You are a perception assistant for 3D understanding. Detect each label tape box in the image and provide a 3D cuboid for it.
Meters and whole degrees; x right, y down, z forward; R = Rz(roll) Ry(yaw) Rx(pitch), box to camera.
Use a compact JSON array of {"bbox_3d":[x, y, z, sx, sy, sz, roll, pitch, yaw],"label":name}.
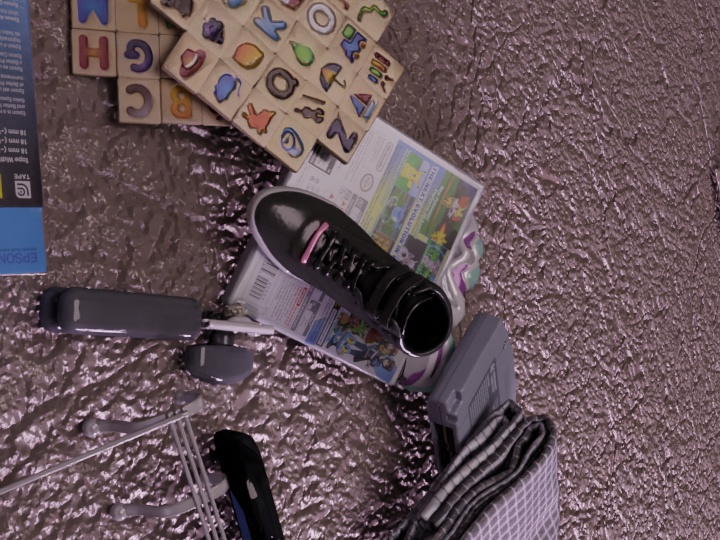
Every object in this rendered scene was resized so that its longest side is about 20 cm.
[{"bbox_3d":[-0.274,-0.094,0.601,0.143,0.063,0.204,-4,90,-49],"label":"label tape box"}]

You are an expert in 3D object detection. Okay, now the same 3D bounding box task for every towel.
[{"bbox_3d":[0.119,0.250,0.943,0.200,0.085,0.167,-42,140,-31],"label":"towel"}]

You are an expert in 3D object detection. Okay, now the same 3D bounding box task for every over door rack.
[{"bbox_3d":[-0.183,0.188,0.689,0.198,0.066,0.150,-25,106,-33],"label":"over door rack"}]

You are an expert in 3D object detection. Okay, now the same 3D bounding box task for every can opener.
[{"bbox_3d":[-0.145,0.047,0.744,0.198,0.052,0.068,15,77,-47],"label":"can opener"}]

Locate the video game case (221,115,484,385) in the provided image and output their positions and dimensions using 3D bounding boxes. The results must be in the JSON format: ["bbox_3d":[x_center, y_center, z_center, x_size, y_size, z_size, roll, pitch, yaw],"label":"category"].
[{"bbox_3d":[-0.001,-0.026,0.857,0.181,0.022,0.203,28,85,-27],"label":"video game case"}]

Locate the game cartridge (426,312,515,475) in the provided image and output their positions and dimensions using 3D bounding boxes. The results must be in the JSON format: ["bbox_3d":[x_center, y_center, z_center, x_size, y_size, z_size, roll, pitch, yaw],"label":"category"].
[{"bbox_3d":[0.118,0.145,1.001,0.134,0.040,0.202,-51,145,-33],"label":"game cartridge"}]

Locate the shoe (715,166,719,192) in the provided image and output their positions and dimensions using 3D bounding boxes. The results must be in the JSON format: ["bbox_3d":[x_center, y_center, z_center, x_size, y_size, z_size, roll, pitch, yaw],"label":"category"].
[{"bbox_3d":[0.625,-0.085,1.635,0.052,0.070,0.204,-14,105,-5],"label":"shoe"}]

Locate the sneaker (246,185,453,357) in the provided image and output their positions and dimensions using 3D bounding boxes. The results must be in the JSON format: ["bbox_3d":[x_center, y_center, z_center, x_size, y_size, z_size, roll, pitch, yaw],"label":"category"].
[{"bbox_3d":[0.000,0.000,0.794,0.199,0.099,0.071,38,84,-25],"label":"sneaker"}]

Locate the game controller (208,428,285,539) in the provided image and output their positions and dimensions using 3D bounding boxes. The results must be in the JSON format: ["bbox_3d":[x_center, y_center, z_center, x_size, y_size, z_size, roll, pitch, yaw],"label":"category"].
[{"bbox_3d":[-0.076,0.226,0.775,0.041,0.104,0.204,-16,101,-8],"label":"game controller"}]

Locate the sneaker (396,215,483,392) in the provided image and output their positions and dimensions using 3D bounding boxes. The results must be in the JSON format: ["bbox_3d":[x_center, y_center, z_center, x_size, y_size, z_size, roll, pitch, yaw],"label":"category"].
[{"bbox_3d":[0.046,0.005,0.946,0.139,0.077,0.204,27,67,-45],"label":"sneaker"}]

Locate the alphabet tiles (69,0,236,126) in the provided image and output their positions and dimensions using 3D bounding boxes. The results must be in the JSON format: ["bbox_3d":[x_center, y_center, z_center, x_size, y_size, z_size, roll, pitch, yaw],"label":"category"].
[{"bbox_3d":[-0.141,-0.213,0.759,0.164,0.006,0.204,-1,89,-28],"label":"alphabet tiles"}]

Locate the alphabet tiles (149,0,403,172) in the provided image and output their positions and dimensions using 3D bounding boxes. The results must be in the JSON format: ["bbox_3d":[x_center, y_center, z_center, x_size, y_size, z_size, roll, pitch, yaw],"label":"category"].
[{"bbox_3d":[-0.061,-0.185,0.784,0.199,0.006,0.168,37,73,-21],"label":"alphabet tiles"}]
